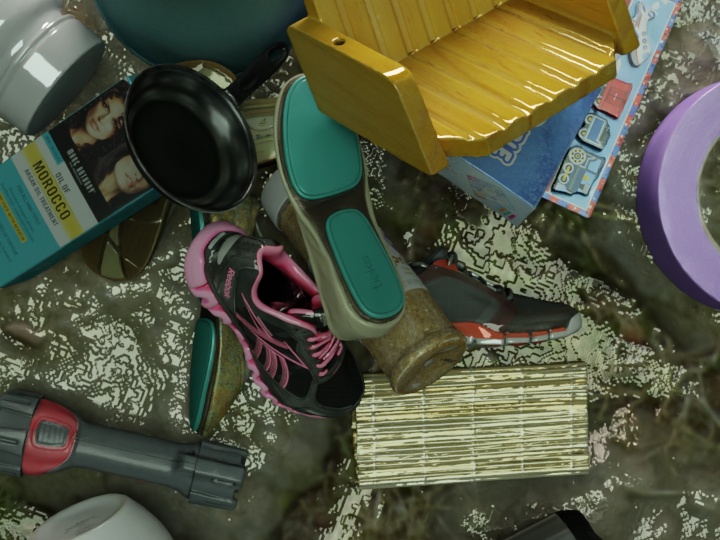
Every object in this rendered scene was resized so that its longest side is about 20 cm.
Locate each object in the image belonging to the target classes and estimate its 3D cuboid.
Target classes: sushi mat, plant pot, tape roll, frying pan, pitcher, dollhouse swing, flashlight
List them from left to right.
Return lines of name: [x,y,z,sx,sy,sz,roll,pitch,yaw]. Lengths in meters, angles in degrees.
flashlight: [-0.192,0.147,1.008,0.199,0.068,0.068,14,119,-5]
pitcher: [-0.160,0.271,0.996,0.171,0.121,0.201,-25,103,-19]
frying pan: [-0.118,-0.122,0.921,0.115,0.031,0.191,33,48,-30]
plant pot: [-0.118,-0.256,0.947,0.199,0.188,0.201,0,90,-4]
dollhouse swing: [0.062,-0.209,0.859,0.200,0.182,0.176,-31,132,-24]
sushi mat: [0.092,0.128,1.053,0.199,0.012,0.096,-3,92,-4]
tape roll: [0.332,-0.062,1.041,0.199,0.066,0.201,0,91,-3]

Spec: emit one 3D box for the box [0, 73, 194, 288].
box: [-0.218,-0.066,0.969,0.200,0.049,0.082,-30,90,24]

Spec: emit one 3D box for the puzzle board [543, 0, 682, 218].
puzzle board: [0.162,-0.165,1.052,0.150,0.017,0.201,24,89,-4]

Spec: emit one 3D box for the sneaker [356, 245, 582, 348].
sneaker: [0.081,0.020,1.022,0.199,0.077,0.082,2,84,-4]

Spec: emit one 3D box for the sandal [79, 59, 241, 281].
sandal: [-0.160,-0.082,1.008,0.080,0.054,0.200,30,110,-1]

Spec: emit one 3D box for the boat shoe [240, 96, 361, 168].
boat shoe: [-0.026,-0.132,1.012,0.199,0.073,0.063,-18,92,-2]

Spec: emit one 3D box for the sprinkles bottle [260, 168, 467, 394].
sprinkles bottle: [0.000,0.000,0.974,0.068,0.068,0.200,-35,65,-3]

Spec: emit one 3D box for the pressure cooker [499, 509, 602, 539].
pressure cooker: [0.121,0.302,0.980,0.199,0.179,0.176,-25,77,-3]

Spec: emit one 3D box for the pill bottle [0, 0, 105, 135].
pill bottle: [-0.303,-0.203,0.973,0.200,0.113,0.113,40,88,-3]

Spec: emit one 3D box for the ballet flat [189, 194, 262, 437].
ballet flat: [-0.103,0.033,1.016,0.070,0.071,0.201,0,91,-4]

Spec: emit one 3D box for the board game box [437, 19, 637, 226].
board game box: [0.089,-0.169,0.983,0.199,0.043,0.200,33,65,-4]

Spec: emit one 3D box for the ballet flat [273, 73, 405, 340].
ballet flat: [-0.023,-0.042,0.919,0.069,0.069,0.201,-15,76,-3]

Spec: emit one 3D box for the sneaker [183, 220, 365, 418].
sneaker: [-0.048,0.045,0.968,0.200,0.095,0.079,52,57,-31]
